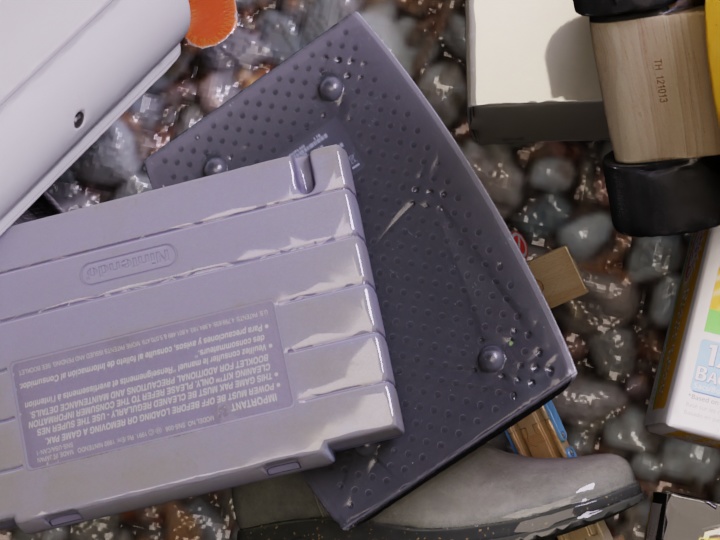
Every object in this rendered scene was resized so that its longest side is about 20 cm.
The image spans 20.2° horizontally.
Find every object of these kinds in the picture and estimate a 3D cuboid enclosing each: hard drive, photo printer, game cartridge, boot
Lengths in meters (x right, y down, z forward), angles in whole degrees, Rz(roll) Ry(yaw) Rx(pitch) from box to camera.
[{"bbox_3d":[0.000,0.000,0.891,0.134,0.042,0.201,-34,67,8],"label":"hard drive"},{"bbox_3d":[-0.196,-0.082,0.890,0.165,0.070,0.200,20,52,28],"label":"photo printer"},{"bbox_3d":[-0.089,0.033,0.856,0.198,0.038,0.131,-13,81,6],"label":"game cartridge"},{"bbox_3d":[0.022,0.063,0.912,0.198,0.068,0.132,-9,84,18],"label":"boot"}]

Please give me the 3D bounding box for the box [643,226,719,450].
[{"bbox_3d":[0.237,0.042,0.899,0.198,0.101,0.114,13,86,4],"label":"box"}]

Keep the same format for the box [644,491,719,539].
[{"bbox_3d":[0.216,0.199,0.910,0.198,0.049,0.161,11,83,3],"label":"box"}]

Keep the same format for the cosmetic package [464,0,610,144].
[{"bbox_3d":[0.090,-0.166,0.930,0.086,0.103,0.202,-1,85,4],"label":"cosmetic package"}]

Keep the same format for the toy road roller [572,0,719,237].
[{"bbox_3d":[0.178,-0.095,0.812,0.145,0.200,0.124,-4,107,28],"label":"toy road roller"}]

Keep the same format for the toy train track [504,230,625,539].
[{"bbox_3d":[0.078,0.054,0.937,0.114,0.032,0.201,-24,92,34],"label":"toy train track"}]

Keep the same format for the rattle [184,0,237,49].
[{"bbox_3d":[-0.084,-0.222,0.982,0.130,0.143,0.201,-28,99,32],"label":"rattle"}]

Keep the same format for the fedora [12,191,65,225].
[{"bbox_3d":[-0.218,0.019,0.932,0.199,0.090,0.178,27,86,6],"label":"fedora"}]
